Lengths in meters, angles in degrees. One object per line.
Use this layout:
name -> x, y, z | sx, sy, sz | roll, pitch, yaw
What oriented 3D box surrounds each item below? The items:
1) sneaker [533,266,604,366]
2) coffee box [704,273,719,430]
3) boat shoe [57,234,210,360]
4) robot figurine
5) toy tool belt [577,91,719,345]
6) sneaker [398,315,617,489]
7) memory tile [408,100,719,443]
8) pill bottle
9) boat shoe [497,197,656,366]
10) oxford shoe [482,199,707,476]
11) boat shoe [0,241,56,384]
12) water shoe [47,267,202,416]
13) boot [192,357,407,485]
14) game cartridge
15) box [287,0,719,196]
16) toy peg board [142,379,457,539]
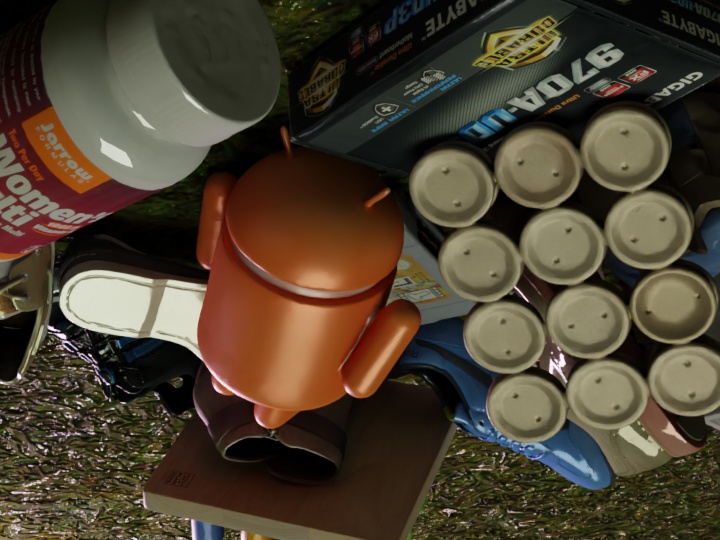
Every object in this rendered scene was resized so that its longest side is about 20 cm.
sneaker -> 0.154, 0.056, 1.232 | 0.075, 0.105, 0.200 | -6, 159, 1
coffee box -> 0.337, 0.079, 1.306 | 0.079, 0.115, 0.200 | -19, 154, 31
boat shoe -> -0.116, 0.020, 1.132 | 0.199, 0.062, 0.073 | 15, 120, -25
robot figurine -> -0.037, 0.007, 1.022 | 0.116, 0.144, 0.201 | 1, 132, -19
toy tool belt -> 0.212, -0.039, 0.986 | 0.124, 0.124, 0.200 | 4, 156, -20
sneaker -> 0.112, 0.116, 1.268 | 0.200, 0.079, 0.066 | 43, 151, -6
memory tile -> 0.124, 0.005, 0.933 | 0.152, 0.017, 0.201 | -13, 113, 18
pill bottle -> -0.143, -0.083, 0.838 | 0.199, 0.110, 0.109 | -21, 152, 36
boat shoe -> 0.133, 0.033, 1.077 | 0.075, 0.200, 0.093 | -44, 145, 0
oxford shoe -> 0.128, 0.047, 1.004 | 0.074, 0.200, 0.071 | -35, -176, 32
boat shoe -> -0.230, 0.000, 1.045 | 0.074, 0.069, 0.200 | -1, 145, -2
water shoe -> -0.175, 0.056, 1.205 | 0.071, 0.079, 0.200 | -19, 153, 32
boot -> -0.033, 0.100, 1.240 | 0.199, 0.147, 0.070 | 6, 130, -17
game cartridge -> 0.000, 0.000, 1.161 | 0.132, 0.042, 0.200 | -16, 155, 17
box -> 0.079, -0.110, 0.893 | 0.158, 0.046, 0.200 | 14, 152, -37
toy peg board -> -0.039, 0.172, 1.271 | 0.198, 0.200, 0.098 | 9, 121, 15
